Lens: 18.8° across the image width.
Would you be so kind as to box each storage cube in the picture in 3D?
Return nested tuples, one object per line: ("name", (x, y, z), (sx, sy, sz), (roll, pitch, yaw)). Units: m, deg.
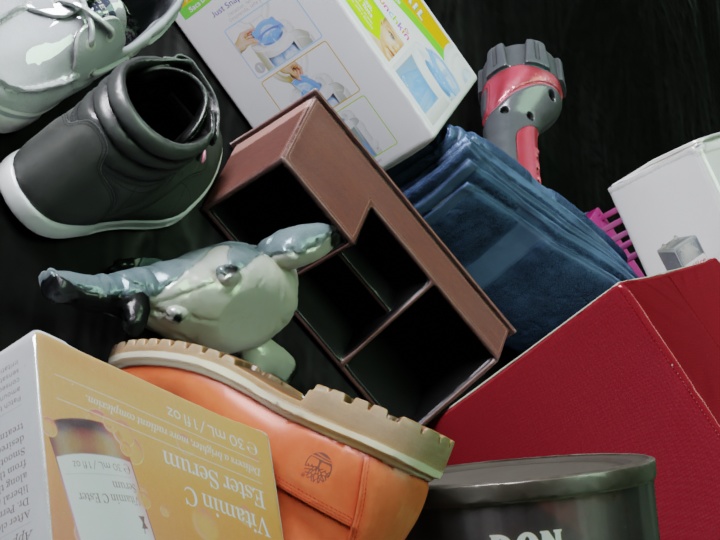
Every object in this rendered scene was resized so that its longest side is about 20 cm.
("storage cube", (0.174, 0.119, 1.346), (0.180, 0.200, 0.171), (58, 28, 11))

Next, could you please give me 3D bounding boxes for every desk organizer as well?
("desk organizer", (0.000, 0.000, 1.300), (0.200, 0.072, 0.077), (50, 31, -18))

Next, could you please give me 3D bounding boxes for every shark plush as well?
("shark plush", (-0.098, 0.018, 1.144), (0.083, 0.091, 0.200), (25, 26, 30))

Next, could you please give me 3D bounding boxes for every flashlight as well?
("flashlight", (0.122, -0.081, 1.583), (0.068, 0.068, 0.200), (42, 31, -36))

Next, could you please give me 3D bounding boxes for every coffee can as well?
("coffee can", (0.086, 0.200, 1.103), (0.146, 0.146, 0.201), (-4, 88, -60))

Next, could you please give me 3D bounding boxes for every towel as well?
("towel", (0.086, -0.012, 1.408), (0.200, 0.112, 0.049), (32, 31, -41))

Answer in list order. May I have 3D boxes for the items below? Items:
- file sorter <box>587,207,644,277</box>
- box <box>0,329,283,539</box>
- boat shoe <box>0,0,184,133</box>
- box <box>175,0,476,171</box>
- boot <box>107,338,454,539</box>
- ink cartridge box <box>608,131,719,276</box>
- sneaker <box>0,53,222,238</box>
("file sorter", (0.230, 0.021, 1.599), (0.139, 0.125, 0.200), (56, 28, -8))
("box", (-0.113, 0.153, 0.927), (0.152, 0.106, 0.200), (29, 40, -45))
("boat shoe", (-0.154, -0.128, 1.169), (0.072, 0.068, 0.200), (60, 27, 1))
("box", (-0.034, -0.158, 1.362), (0.200, 0.101, 0.113), (54, 29, -11))
("boot", (-0.059, 0.097, 1.052), (0.075, 0.200, 0.107), (27, 84, -52))
("ink cartridge box", (0.270, 0.006, 1.463), (0.146, 0.085, 0.200), (-17, 83, -50))
("sneaker", (-0.102, -0.072, 1.170), (0.071, 0.099, 0.200), (59, 26, 4))
